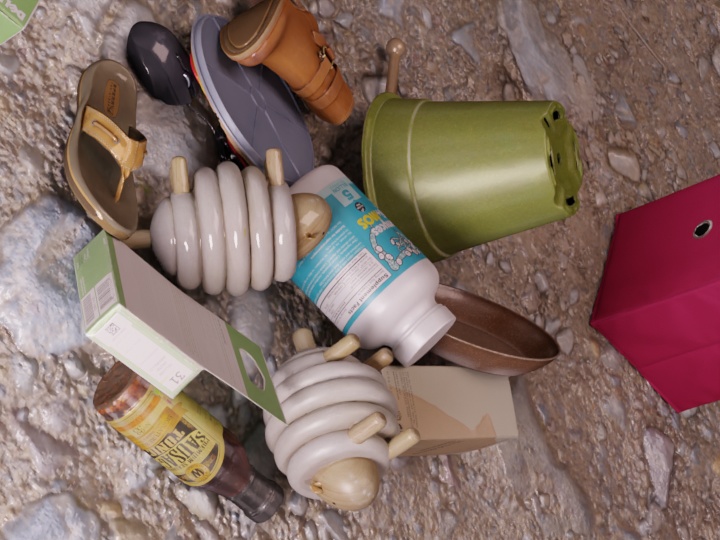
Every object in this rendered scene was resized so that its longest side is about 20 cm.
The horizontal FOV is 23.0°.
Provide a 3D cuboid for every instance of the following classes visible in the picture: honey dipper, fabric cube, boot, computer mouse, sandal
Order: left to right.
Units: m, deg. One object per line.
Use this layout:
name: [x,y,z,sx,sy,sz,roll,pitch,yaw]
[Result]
sandal: [-0.223,-0.120,1.614,0.080,0.054,0.200,32,42,-38]
computer mouse: [-0.158,-0.163,1.739,0.200,0.034,0.059,51,42,-20]
boot: [-0.069,-0.206,1.796,0.155,0.077,0.200,57,12,-20]
honey dipper: [0.029,-0.173,1.949,0.038,0.038,0.200,31,51,-36]
fabric cube: [0.432,0.024,2.178,0.200,0.199,0.196,43,47,-27]

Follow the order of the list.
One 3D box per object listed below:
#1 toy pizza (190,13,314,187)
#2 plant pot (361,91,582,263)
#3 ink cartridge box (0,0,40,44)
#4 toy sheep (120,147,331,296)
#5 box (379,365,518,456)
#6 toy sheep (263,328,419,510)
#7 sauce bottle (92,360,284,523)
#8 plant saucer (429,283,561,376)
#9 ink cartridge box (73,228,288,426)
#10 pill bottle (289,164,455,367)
toy pizza: [-0.113,-0.164,1.765,0.200,0.032,0.200,49,23,-30]
plant pot: [0.126,-0.105,1.861,0.200,0.190,0.200,-9,90,-66]
ink cartridge box: [-0.324,-0.238,1.534,0.059,0.104,0.200,42,46,-26]
toy sheep: [-0.125,-0.041,1.642,0.200,0.138,0.138,-6,73,-5]
box: [0.061,0.143,1.795,0.200,0.095,0.078,4,71,-46]
toy sheep: [-0.026,0.135,1.647,0.138,0.138,0.200,25,36,-39]
sauce bottle: [-0.148,0.155,1.579,0.200,0.066,0.066,41,47,-26]
plant saucer: [0.111,0.064,1.853,0.200,0.200,0.037,3,113,-47]
ink cartridge box: [-0.161,0.063,1.566,0.200,0.048,0.146,41,12,-28]
pill bottle: [0.000,0.000,1.732,0.200,0.111,0.111,46,40,9]
